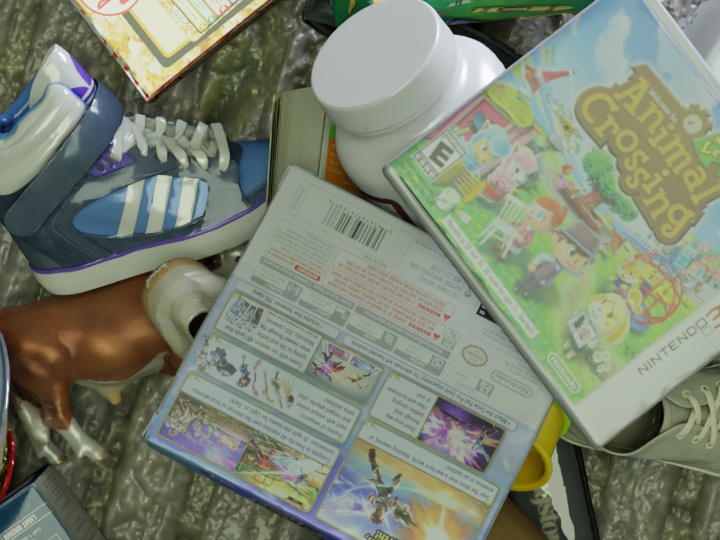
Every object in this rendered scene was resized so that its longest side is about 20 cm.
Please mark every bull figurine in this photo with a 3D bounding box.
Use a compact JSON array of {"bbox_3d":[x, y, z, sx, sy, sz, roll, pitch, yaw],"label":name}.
[{"bbox_3d":[-0.139,0.049,1.455,0.199,0.065,0.122,-14,94,-1],"label":"bull figurine"}]

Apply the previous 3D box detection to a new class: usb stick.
[{"bbox_3d":[0.120,0.139,1.481,0.055,0.033,0.201,-12,93,-2],"label":"usb stick"}]

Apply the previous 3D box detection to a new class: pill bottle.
[{"bbox_3d":[0.057,-0.066,1.367,0.113,0.113,0.200,-39,130,1],"label":"pill bottle"}]

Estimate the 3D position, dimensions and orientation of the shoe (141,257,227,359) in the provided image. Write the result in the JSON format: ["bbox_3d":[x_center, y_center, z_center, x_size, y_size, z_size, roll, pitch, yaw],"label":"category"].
[{"bbox_3d":[-0.058,0.065,1.417,0.070,0.053,0.200,-53,128,-4],"label":"shoe"}]

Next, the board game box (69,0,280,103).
[{"bbox_3d":[-0.103,-0.227,1.453,0.200,0.046,0.152,-38,93,1],"label":"board game box"}]

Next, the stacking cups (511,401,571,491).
[{"bbox_3d":[0.120,0.040,1.412,0.060,0.061,0.200,28,54,-2],"label":"stacking cups"}]

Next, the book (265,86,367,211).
[{"bbox_3d":[0.000,0.000,1.412,0.048,0.133,0.201,-5,75,41],"label":"book"}]

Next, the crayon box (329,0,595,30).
[{"bbox_3d":[0.072,-0.217,1.406,0.200,0.058,0.119,-8,77,-23],"label":"crayon box"}]

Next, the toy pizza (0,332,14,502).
[{"bbox_3d":[-0.253,0.128,1.400,0.032,0.200,0.201,20,92,-26],"label":"toy pizza"}]

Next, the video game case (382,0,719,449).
[{"bbox_3d":[0.142,-0.033,1.283,0.182,0.022,0.200,-38,93,-3],"label":"video game case"}]

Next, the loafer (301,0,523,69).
[{"bbox_3d":[0.051,-0.123,1.440,0.200,0.068,0.070,36,73,-11],"label":"loafer"}]

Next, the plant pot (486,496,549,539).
[{"bbox_3d":[0.079,0.234,1.409,0.200,0.186,0.187,34,91,-4],"label":"plant pot"}]

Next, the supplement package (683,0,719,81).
[{"bbox_3d":[0.271,-0.059,1.396,0.200,0.191,0.147,30,92,-1],"label":"supplement package"}]

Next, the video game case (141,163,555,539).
[{"bbox_3d":[0.005,0.065,1.312,0.200,0.045,0.182,27,77,4],"label":"video game case"}]

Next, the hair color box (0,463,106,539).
[{"bbox_3d":[-0.167,0.224,1.444,0.060,0.100,0.200,-35,92,1],"label":"hair color box"}]

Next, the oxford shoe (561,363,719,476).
[{"bbox_3d":[0.214,0.093,1.458,0.199,0.058,0.075,6,87,-15],"label":"oxford shoe"}]

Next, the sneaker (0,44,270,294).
[{"bbox_3d":[-0.137,-0.080,1.409,0.200,0.081,0.147,-20,119,2],"label":"sneaker"}]
